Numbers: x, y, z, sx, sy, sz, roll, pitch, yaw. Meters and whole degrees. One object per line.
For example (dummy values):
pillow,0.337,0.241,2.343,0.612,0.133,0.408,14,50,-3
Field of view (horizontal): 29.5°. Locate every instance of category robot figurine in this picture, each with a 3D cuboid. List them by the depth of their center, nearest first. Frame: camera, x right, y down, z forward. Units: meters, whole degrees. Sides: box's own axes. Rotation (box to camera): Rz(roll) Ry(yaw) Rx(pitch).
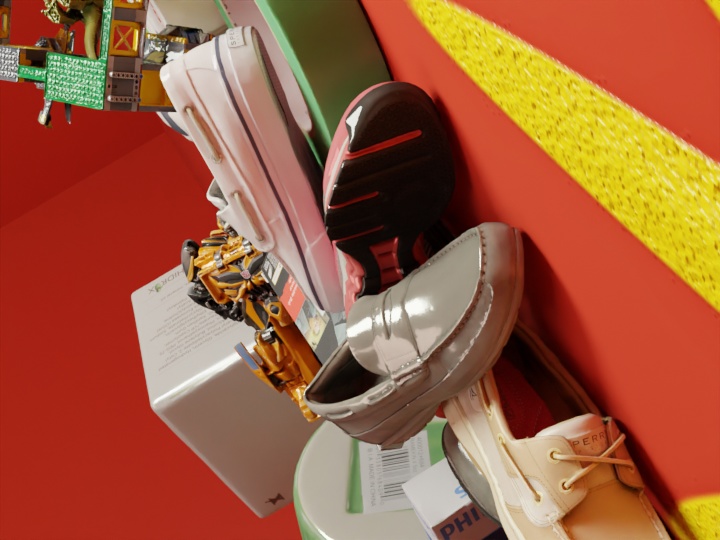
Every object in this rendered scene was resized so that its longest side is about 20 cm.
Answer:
robot figurine,-0.058,0.029,1.129,0.200,0.144,0.058,53,-157,-28

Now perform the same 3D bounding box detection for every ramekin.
ramekin,0.041,0.187,1.097,0.200,0.199,0.098,52,164,46

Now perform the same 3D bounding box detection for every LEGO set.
LEGO set,-0.164,-0.171,0.889,0.199,0.116,0.155,4,96,39

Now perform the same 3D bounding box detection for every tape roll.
tape roll,-0.047,-0.157,0.834,0.201,0.048,0.200,58,174,10

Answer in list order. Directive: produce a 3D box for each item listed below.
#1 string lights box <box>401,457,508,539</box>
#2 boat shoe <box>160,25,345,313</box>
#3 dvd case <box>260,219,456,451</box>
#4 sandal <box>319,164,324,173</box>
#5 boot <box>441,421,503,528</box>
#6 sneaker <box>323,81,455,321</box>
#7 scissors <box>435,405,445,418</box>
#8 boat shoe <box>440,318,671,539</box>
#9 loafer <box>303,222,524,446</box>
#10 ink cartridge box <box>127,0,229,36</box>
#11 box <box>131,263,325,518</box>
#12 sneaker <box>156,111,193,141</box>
string lights box,0.119,0.214,0.994,0.201,0.102,0.059,63,172,-29
boat shoe,-0.061,-0.055,0.837,0.074,0.066,0.201,-92,-16,-59
dvd case,0.000,0.000,0.918,0.200,0.022,0.147,53,131,44
sandal,-0.066,-0.101,0.957,0.080,0.054,0.201,-54,43,42
boot,0.123,0.132,0.831,0.200,0.068,0.131,47,164,29
sneaker,0.004,-0.042,0.779,0.201,0.073,0.087,90,162,-52
scissors,0.035,0.093,0.988,0.200,0.014,0.074,-33,-75,-58
boat shoe,0.107,0.101,0.726,0.200,0.073,0.069,52,144,37
loafer,0.027,0.038,0.749,0.200,0.069,0.070,124,154,-48
ink cartridge box,-0.144,-0.244,1.007,0.146,0.084,0.200,61,173,-18
box,-0.080,0.085,1.312,0.199,0.199,0.172,54,-170,-39
sneaker,-0.068,-0.101,1.094,0.129,0.080,0.199,40,-177,16
